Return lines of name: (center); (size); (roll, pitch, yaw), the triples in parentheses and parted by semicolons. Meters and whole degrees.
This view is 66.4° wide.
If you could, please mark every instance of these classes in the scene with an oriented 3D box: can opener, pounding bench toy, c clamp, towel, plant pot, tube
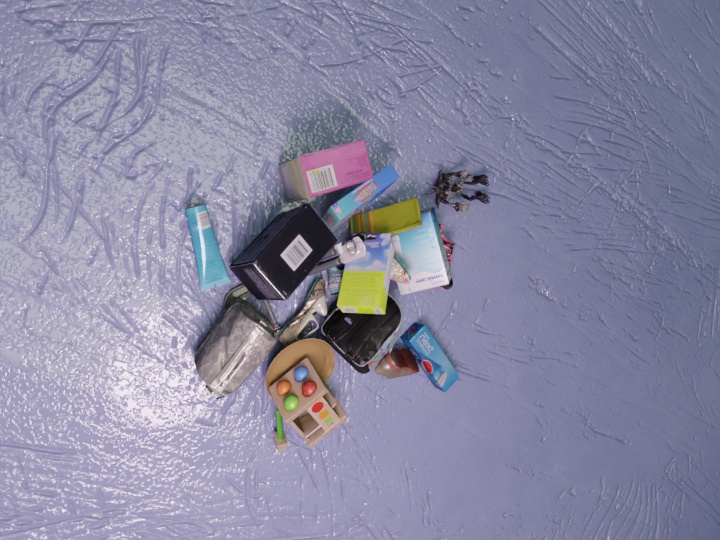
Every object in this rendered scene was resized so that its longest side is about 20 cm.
can opener: (-0.064, -0.039, 1.415); (0.054, 0.196, 0.067); (63, 27, -11)
pounding bench toy: (-0.163, 0.351, 1.377); (0.198, 0.124, 0.157); (-37, 132, -6)
c clamp: (-0.258, 0.101, 1.404); (0.167, 0.027, 0.206); (-20, 101, -21)
towel: (0.064, -0.132, 1.459); (0.195, 0.018, 0.088); (-15, 66, 15)
plant pot: (-0.157, 0.254, 1.421); (0.195, 0.028, 0.205); (-16, 126, -23)
tube: (-0.375, -0.056, 1.336); (0.075, 0.050, 0.206); (-15, 104, -18)

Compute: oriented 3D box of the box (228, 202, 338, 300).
box: (-0.187, -0.040, 1.322); (0.124, 0.197, 0.201); (49, 67, -19)

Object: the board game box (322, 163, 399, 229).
board game box: (-0.005, -0.185, 1.429); (0.198, 0.152, 0.045); (-37, 92, -16)

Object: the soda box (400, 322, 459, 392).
soda box: (0.202, 0.252, 1.596); (0.068, 0.064, 0.202); (-40, 107, -16)

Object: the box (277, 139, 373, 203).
box: (-0.091, -0.242, 1.363); (0.172, 0.199, 0.099); (-20, 101, -21)

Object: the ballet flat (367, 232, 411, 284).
ballet flat: (0.058, -0.026, 1.469); (0.063, 0.201, 0.076); (-30, 148, -12)

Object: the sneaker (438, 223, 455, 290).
sneaker: (0.232, -0.041, 1.566); (0.204, 0.093, 0.079); (66, 30, -14)

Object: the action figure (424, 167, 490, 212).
action figure: (0.286, -0.234, 1.584); (0.195, 0.102, 0.123); (-7, 107, -24)

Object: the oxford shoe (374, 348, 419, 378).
oxford shoe: (0.102, 0.263, 1.528); (0.074, 0.072, 0.199); (-35, 151, 18)

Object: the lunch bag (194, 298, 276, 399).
lunch bag: (-0.297, 0.187, 1.303); (0.139, 0.168, 0.201); (40, 86, -14)

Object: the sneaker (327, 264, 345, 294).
sneaker: (0.000, 0.000, 1.487); (0.195, 0.077, 0.089); (-16, 91, -25)

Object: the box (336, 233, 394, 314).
box: (0.017, 0.006, 1.401); (0.048, 0.118, 0.205); (52, 44, -57)

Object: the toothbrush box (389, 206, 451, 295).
toothbrush box: (0.156, -0.053, 1.508); (0.143, 0.085, 0.206); (-14, 99, 19)

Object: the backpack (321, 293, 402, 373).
backpack: (0.016, 0.148, 1.442); (0.176, 0.151, 0.201); (38, 79, 20)

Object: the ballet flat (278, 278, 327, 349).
ballet flat: (-0.132, 0.119, 1.432); (0.074, 0.068, 0.202); (30, 75, 21)
